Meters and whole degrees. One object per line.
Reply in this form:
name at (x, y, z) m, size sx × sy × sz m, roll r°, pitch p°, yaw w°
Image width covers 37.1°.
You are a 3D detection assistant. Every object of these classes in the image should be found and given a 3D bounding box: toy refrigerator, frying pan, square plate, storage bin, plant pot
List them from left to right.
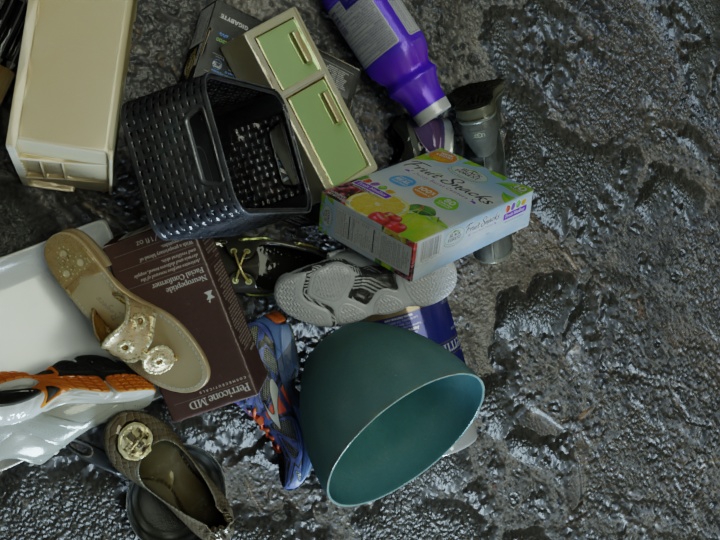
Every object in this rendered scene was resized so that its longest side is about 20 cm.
square plate at (-0.317, 0.073, 1.094) m, size 0.200 × 0.028 × 0.199 m, roll -24°, pitch 99°, yaw -30°
storage bin at (-0.275, -0.190, 1.046) m, size 0.093 × 0.199 × 0.201 m, roll 7°, pitch 82°, yaw -13°
frying pan at (-0.230, 0.237, 1.130) m, size 0.190 × 0.031 × 0.115 m, roll 10°, pitch 83°, yaw -30°
storage bin at (-0.136, -0.109, 1.058) m, size 0.200 × 0.094 × 0.136 m, roll -11°, pitch 85°, yaw -73°
toy refrigerator at (-0.065, -0.179, 1.185) m, size 0.076 × 0.070 × 0.200 m, roll -34°, pitch 104°, yaw -28°
plant pot at (0.013, 0.133, 1.144) m, size 0.200 × 0.200 × 0.135 m, roll -19°, pitch 54°, yaw -31°

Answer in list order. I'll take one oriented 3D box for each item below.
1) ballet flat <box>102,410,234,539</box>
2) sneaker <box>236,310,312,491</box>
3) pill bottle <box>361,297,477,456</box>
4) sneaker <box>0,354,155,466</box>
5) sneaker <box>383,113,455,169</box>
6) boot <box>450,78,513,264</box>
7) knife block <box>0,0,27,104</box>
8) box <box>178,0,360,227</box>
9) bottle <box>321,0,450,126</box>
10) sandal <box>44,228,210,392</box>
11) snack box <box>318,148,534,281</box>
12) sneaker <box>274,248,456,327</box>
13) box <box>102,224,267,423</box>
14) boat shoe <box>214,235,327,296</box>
ballet flat at (-0.188, 0.216, 1.096) m, size 0.067 × 0.046 × 0.200 m, roll -46°, pitch 125°, yaw -20°
sneaker at (-0.103, 0.150, 1.201) m, size 0.078 × 0.075 × 0.201 m, roll -13°, pitch 86°, yaw -20°
pill bottle at (0.067, 0.116, 1.270) m, size 0.116 × 0.116 × 0.201 m, roll -20°, pitch 97°, yaw -30°
sneaker at (-0.298, 0.143, 1.055) m, size 0.200 × 0.076 × 0.092 m, roll -4°, pitch 117°, yaw -40°
sneaker at (0.064, -0.094, 1.319) m, size 0.087 × 0.076 × 0.201 m, roll 5°, pitch 76°, yaw -21°
boot at (0.162, -0.130, 1.363) m, size 0.182 × 0.072 × 0.200 m, roll -60°, pitch 138°, yaw -60°
knife block at (-0.379, -0.172, 1.055) m, size 0.175 × 0.064 × 0.201 m, roll -23°, pitch 98°, yaw -29°
box at (-0.113, -0.175, 1.223) m, size 0.200 × 0.050 × 0.199 m, roll 21°, pitch 77°, yaw -28°
bottle at (0.036, -0.268, 1.283) m, size 0.065 × 0.083 × 0.200 m, roll -37°, pitch 94°, yaw -42°
sandal at (-0.243, 0.052, 1.053) m, size 0.212 × 0.078 × 0.070 m, roll 48°, pitch 22°, yaw -1°
snack box at (0.073, -0.067, 1.179) m, size 0.200 × 0.142 × 0.053 m, roll -23°, pitch 132°, yaw -39°
sneaker at (0.000, 0.000, 1.198) m, size 0.199 × 0.115 × 0.075 m, roll -9°, pitch 116°, yaw -6°
box at (-0.181, 0.045, 1.118) m, size 0.100 × 0.075 × 0.200 m, roll -20°, pitch 101°, yaw 7°
boat shoe at (-0.123, -0.007, 1.197) m, size 0.201 × 0.061 × 0.072 m, roll 0°, pitch 86°, yaw -31°
